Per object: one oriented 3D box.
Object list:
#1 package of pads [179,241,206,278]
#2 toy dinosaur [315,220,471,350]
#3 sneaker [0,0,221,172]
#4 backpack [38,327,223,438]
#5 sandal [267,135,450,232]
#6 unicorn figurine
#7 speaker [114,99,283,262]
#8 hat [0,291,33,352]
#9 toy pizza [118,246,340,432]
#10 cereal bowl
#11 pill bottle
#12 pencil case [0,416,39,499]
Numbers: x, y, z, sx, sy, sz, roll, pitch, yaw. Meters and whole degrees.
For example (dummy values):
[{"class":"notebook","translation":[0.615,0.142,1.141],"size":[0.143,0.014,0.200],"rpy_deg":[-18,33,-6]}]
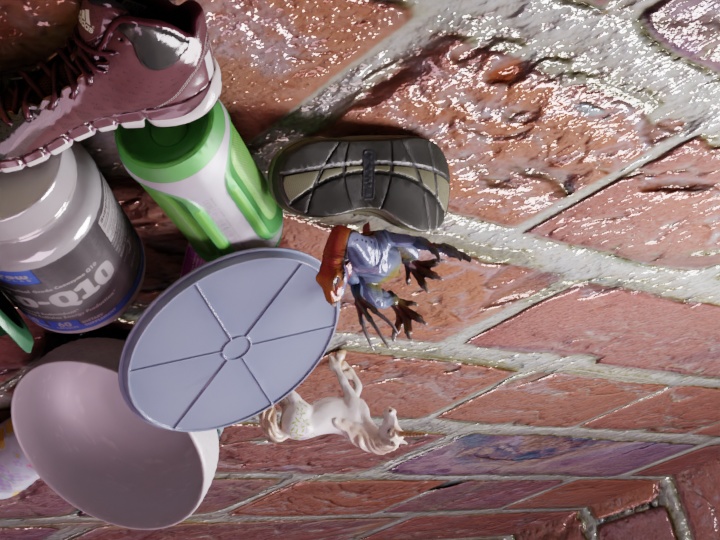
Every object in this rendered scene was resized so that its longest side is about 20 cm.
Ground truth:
[{"class":"package of pads","translation":[-0.133,0.056,1.119],"size":[0.075,0.121,0.200],"rpy_deg":[9,157,2]},{"class":"toy dinosaur","translation":[0.000,0.000,0.985],"size":[0.181,0.200,0.105],"rpy_deg":[34,86,-48]},{"class":"sneaker","translation":[-0.187,-0.133,0.728],"size":[0.200,0.076,0.116],"rpy_deg":[-18,154,-15]},{"class":"backpack","translation":[-0.243,0.134,1.228],"size":[0.200,0.127,0.167],"rpy_deg":[7,152,-30]},{"class":"sandal","translation":[0.001,-0.078,0.964],"size":[0.201,0.080,0.057],"rpy_deg":[5,-176,-40]},{"class":"unicorn figurine","translation":[-0.031,0.168,1.417],"size":[0.200,0.138,0.074],"rpy_deg":[-13,157,-2]},{"class":"speaker","translation":[-0.117,-0.068,0.884],"size":[0.088,0.089,0.200],"rpy_deg":[-15,158,5]},{"class":"hat","translation":[-0.357,0.041,0.824],"size":[0.176,0.166,0.200],"rpy_deg":[-39,162,-11]},{"class":"toy pizza","translation":[-0.109,0.055,0.965],"size":[0.200,0.032,0.200],"rpy_deg":[-21,138,-20]},{"class":"cereal bowl","translation":[-0.219,0.142,1.084],"size":[0.200,0.200,0.083],"rpy_deg":[-29,-164,33]},{"class":"pill bottle","translation":[-0.237,-0.036,0.858],"size":[0.113,0.114,0.200],"rpy_deg":[-13,157,0]},{"class":"pencil case","translation":[-0.389,0.209,1.386],"size":[0.200,0.083,0.091],"rpy_deg":[-28,131,33]}]
